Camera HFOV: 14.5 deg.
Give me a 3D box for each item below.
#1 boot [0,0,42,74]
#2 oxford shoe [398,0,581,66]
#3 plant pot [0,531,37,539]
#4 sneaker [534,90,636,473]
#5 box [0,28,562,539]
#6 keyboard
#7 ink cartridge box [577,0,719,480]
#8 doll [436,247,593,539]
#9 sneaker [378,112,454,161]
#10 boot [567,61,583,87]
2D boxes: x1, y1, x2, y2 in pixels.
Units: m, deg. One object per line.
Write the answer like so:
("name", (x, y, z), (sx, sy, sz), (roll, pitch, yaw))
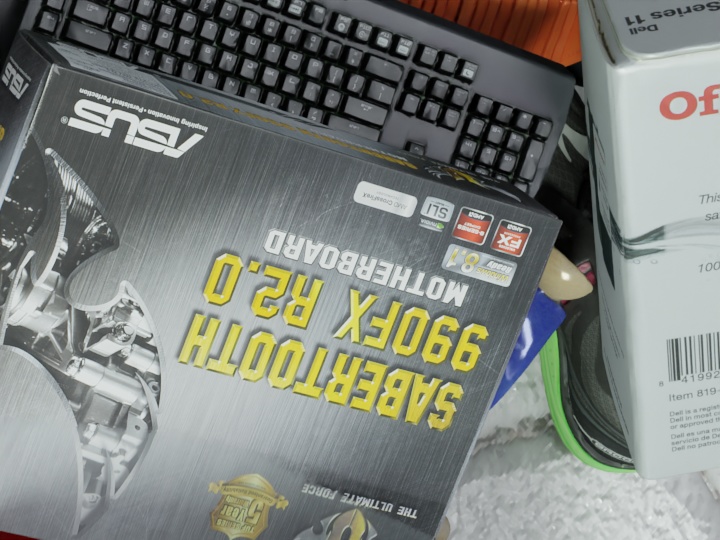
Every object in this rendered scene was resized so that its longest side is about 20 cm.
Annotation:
("boot", (-0.102, -0.116, 1.030), (0.203, 0.073, 0.154), (-30, 117, -30))
("oxford shoe", (0.071, -0.119, 1.088), (0.199, 0.071, 0.073), (-4, 64, -18))
("plant pot", (-0.080, 0.190, 0.987), (0.200, 0.200, 0.183), (16, 101, -37))
("sneaker", (0.103, -0.003, 1.187), (0.077, 0.084, 0.200), (-40, 118, -30))
("box", (-0.049, 0.022, 0.966), (0.200, 0.048, 0.159), (17, 101, -27))
("keyboard", (-0.014, -0.092, 0.999), (0.200, 0.021, 0.127), (19, 88, -18))
("ink cartridge box", (0.161, -0.031, 1.063), (0.146, 0.083, 0.200), (-9, 129, -2))
("doll", (-0.005, 0.052, 1.118), (0.136, 0.048, 0.200), (43, 83, -9))
("sneaker", (0.000, 0.000, 1.048), (0.105, 0.076, 0.201), (-12, 101, -1))
("boot", (0.161, -0.094, 1.168), (0.200, 0.168, 0.077), (30, 79, -35))
